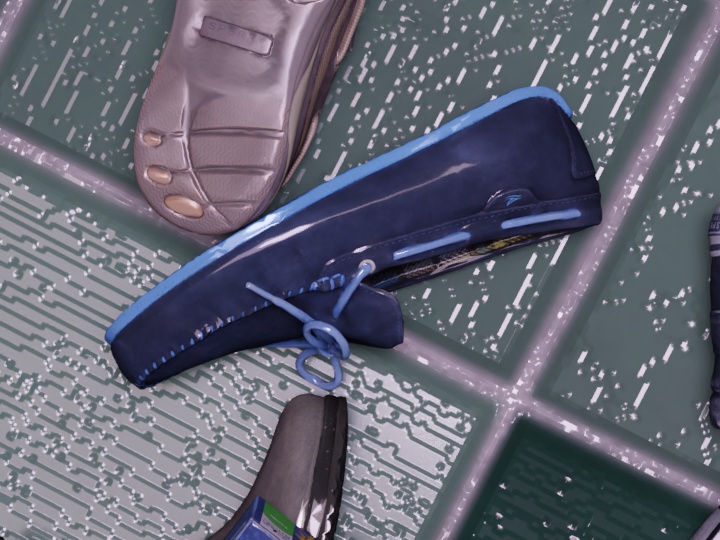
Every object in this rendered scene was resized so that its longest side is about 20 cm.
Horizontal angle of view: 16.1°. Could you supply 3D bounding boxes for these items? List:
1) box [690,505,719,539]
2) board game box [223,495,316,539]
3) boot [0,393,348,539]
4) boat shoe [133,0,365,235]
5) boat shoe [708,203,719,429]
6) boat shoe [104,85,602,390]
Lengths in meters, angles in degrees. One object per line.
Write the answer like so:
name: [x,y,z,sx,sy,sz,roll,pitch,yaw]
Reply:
box: [0.172,0.211,0.972,0.200,0.046,0.159,37,90,4]
board game box: [-0.047,0.202,0.938,0.135,0.034,0.200,37,98,-5]
boot: [-0.086,0.127,0.978,0.130,0.068,0.200,19,91,2]
boat shoe: [-0.034,-0.111,0.982,0.074,0.073,0.200,23,94,7]
boat shoe: [0.231,0.025,0.968,0.200,0.071,0.091,4,91,9]
boat shoe: [0.000,0.000,0.971,0.200,0.084,0.069,-28,86,4]
